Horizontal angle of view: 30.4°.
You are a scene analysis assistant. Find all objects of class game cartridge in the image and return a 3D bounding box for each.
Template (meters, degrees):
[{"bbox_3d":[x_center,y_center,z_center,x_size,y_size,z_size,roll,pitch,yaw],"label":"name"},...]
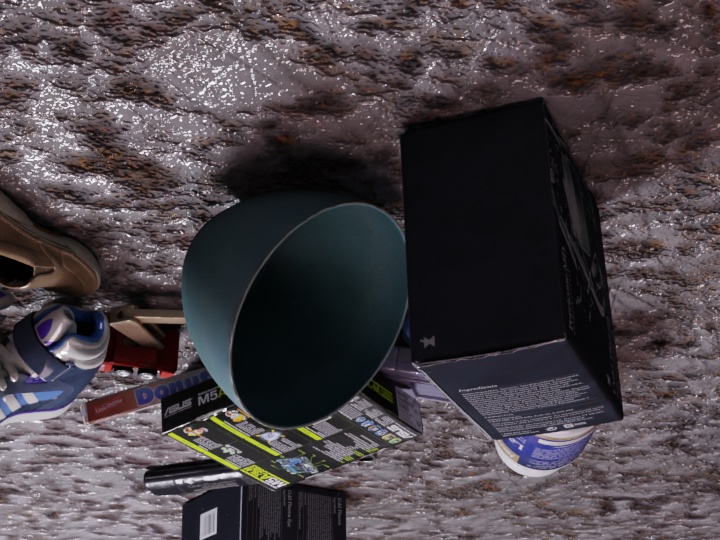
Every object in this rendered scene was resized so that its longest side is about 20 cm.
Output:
[{"bbox_3d":[0.044,0.111,1.410,0.129,0.038,0.200,3,167,8],"label":"game cartridge"}]

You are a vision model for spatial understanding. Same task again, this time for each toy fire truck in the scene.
[{"bbox_3d":[-0.225,0.064,1.354,0.200,0.049,0.141,8,154,-15],"label":"toy fire truck"}]

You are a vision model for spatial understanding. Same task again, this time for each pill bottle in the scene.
[{"bbox_3d":[0.207,0.158,1.479,0.116,0.116,0.200,0,155,-1],"label":"pill bottle"}]

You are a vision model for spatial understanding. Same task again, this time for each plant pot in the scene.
[{"bbox_3d":[-0.074,0.014,1.118,0.135,0.200,0.200,28,176,38],"label":"plant pot"}]

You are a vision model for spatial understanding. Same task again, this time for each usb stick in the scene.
[{"bbox_3d":[-0.210,0.288,1.860,0.200,0.033,0.055,-10,147,20],"label":"usb stick"}]

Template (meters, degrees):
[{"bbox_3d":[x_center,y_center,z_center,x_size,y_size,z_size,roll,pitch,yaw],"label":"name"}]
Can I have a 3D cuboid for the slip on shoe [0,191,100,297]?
[{"bbox_3d":[-0.300,-0.009,1.180,0.076,0.061,0.200,-8,154,16],"label":"slip on shoe"}]

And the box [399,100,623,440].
[{"bbox_3d":[0.121,0.007,1.052,0.124,0.200,0.197,-12,153,20],"label":"box"}]

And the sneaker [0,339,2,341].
[{"bbox_3d":[-0.391,0.096,1.410,0.076,0.075,0.200,-19,160,21],"label":"sneaker"}]

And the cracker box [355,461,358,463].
[{"bbox_3d":[-0.110,0.172,1.520,0.200,0.058,0.134,9,180,-19],"label":"cracker box"}]

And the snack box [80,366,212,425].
[{"bbox_3d":[-0.187,0.120,1.365,0.200,0.024,0.072,-15,176,-15],"label":"snack box"}]

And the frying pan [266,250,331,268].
[{"bbox_3d":[-0.011,-0.005,1.225,0.190,0.031,0.115,-21,148,31],"label":"frying pan"}]

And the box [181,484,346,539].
[{"bbox_3d":[-0.148,0.395,2.005,0.182,0.104,0.200,14,152,-30],"label":"box"}]

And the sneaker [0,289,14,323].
[{"bbox_3d":[-0.387,0.008,1.222,0.146,0.081,0.200,-4,149,-34],"label":"sneaker"}]

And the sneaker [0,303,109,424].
[{"bbox_3d":[-0.328,0.082,1.231,0.200,0.081,0.146,-6,141,-45],"label":"sneaker"}]

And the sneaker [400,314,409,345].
[{"bbox_3d":[0.099,0.038,1.282,0.074,0.082,0.200,-5,178,-25],"label":"sneaker"}]

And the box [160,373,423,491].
[{"bbox_3d":[-0.066,0.149,1.344,0.193,0.048,0.200,-22,145,24],"label":"box"}]

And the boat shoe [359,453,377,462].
[{"bbox_3d":[-0.073,0.203,1.637,0.200,0.064,0.071,5,155,-12],"label":"boat shoe"}]
